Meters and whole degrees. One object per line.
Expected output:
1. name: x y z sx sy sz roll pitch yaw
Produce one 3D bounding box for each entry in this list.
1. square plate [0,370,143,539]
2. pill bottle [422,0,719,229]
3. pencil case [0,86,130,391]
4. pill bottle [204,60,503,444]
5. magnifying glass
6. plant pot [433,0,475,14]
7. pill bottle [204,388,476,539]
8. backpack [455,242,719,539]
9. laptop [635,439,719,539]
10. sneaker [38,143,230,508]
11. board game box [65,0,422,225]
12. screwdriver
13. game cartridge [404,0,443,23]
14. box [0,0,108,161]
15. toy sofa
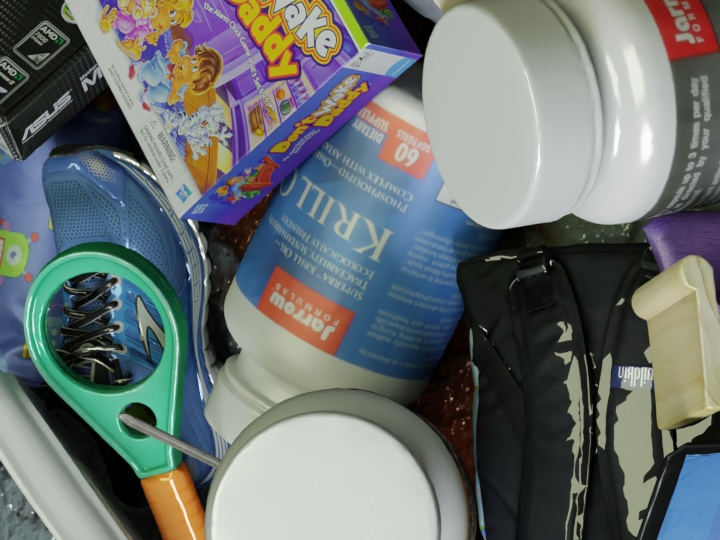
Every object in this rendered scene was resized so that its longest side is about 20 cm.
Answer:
1. square plate: -0.138 0.126 1.308 0.028 0.198 0.200 -35 80 -5
2. pill bottle: 0.136 -0.083 1.107 0.114 0.200 0.114 37 133 54
3. pencil case: -0.171 -0.035 1.389 0.087 0.078 0.201 7 94 25
4. pill bottle: 0.000 0.000 1.270 0.112 0.112 0.200 32 106 26
5. magnifying glass: -0.107 0.081 1.280 0.079 0.022 0.200 -16 106 16
6. plant pot: 0.091 -0.228 1.181 0.177 0.200 0.200 -35 73 14
7. pill bottle: -0.008 0.111 1.137 0.116 0.200 0.117 0 86 4
8. backpack: 0.129 0.098 1.190 0.163 0.154 0.200 -5 71 23
9. laptop: 0.213 0.170 1.097 0.200 0.103 0.178 24 118 18
10. sneaker: -0.122 0.031 1.320 0.078 0.089 0.200 -6 109 38
11. board game box: -0.073 -0.143 1.236 0.134 0.045 0.200 -41 65 26
12. screwdriver: -0.060 0.096 1.261 0.029 0.200 0.028 -34 58 9
13. game cartridge: -0.007 -0.208 1.243 0.040 0.133 0.200 -33 62 11
14. box: -0.178 -0.181 1.355 0.193 0.048 0.200 -44 64 -13
15. toy sofa: 0.222 0.011 1.097 0.199 0.083 0.098 -3 82 -9
